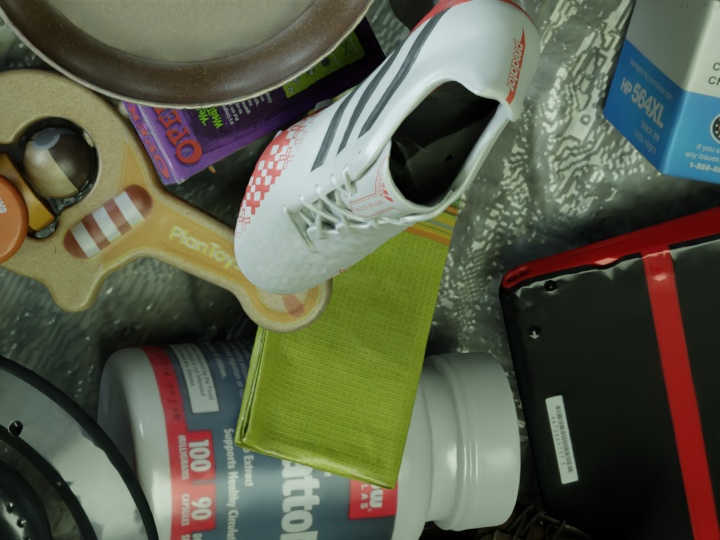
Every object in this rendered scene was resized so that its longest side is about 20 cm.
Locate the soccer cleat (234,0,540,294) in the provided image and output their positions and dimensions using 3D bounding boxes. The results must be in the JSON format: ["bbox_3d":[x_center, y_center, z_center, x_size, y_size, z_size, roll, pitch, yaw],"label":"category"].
[{"bbox_3d":[0.007,-0.044,1.253,0.068,0.085,0.200,32,126,-23],"label":"soccer cleat"}]

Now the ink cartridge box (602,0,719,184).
[{"bbox_3d":[0.225,-0.145,1.416,0.145,0.084,0.201,7,112,-20],"label":"ink cartridge box"}]

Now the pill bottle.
[{"bbox_3d":[-0.026,0.092,1.429,0.199,0.120,0.120,-4,115,-16],"label":"pill bottle"}]

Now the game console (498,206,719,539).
[{"bbox_3d":[0.173,0.065,1.493,0.176,0.031,0.201,-14,117,-1],"label":"game console"}]

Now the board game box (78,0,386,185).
[{"bbox_3d":[-0.082,-0.155,1.295,0.120,0.032,0.201,-29,98,-21],"label":"board game box"}]

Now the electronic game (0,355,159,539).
[{"bbox_3d":[-0.187,0.124,1.383,0.199,0.042,0.201,12,122,20],"label":"electronic game"}]

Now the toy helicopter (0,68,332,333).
[{"bbox_3d":[-0.101,-0.035,1.344,0.199,0.079,0.133,25,90,-2],"label":"toy helicopter"}]

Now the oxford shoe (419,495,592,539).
[{"bbox_3d":[0.096,0.161,1.477,0.199,0.073,0.085,-6,115,32],"label":"oxford shoe"}]

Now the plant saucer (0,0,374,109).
[{"bbox_3d":[-0.079,-0.173,1.250,0.199,0.032,0.202,-1,97,-5],"label":"plant saucer"}]

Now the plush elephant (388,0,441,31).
[{"bbox_3d":[0.064,-0.190,1.302,0.199,0.155,0.166,-13,117,-12],"label":"plush elephant"}]

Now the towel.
[{"bbox_3d":[0.000,0.000,1.383,0.085,0.018,0.201,16,75,-10],"label":"towel"}]
